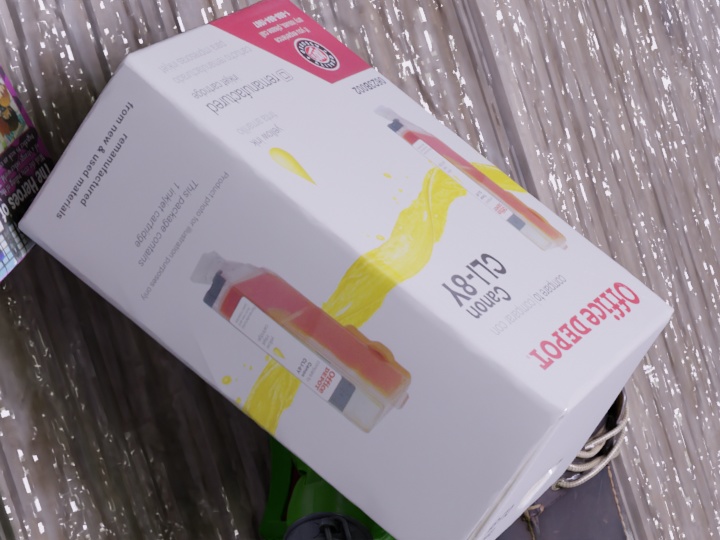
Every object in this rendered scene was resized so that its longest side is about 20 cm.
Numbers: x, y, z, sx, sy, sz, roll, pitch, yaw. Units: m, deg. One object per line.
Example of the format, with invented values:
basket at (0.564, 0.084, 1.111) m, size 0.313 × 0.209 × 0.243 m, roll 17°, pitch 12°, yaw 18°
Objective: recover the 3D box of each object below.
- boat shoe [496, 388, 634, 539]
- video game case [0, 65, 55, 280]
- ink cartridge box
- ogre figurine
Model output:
boat shoe at (0.070, 0.066, 1.203) m, size 0.075 × 0.073 × 0.200 m, roll -46°, pitch 112°, yaw -40°
video game case at (-0.190, -0.052, 0.968) m, size 0.182 × 0.036 × 0.200 m, roll 61°, pitch 30°, yaw -15°
ink cartridge box at (0.000, 0.000, 1.053) m, size 0.200 × 0.084 × 0.145 m, roll 39°, pitch 24°, yaw 9°
ogre figurine at (0.008, 0.110, 1.114) m, size 0.200 × 0.098 × 0.120 m, roll 21°, pitch 56°, yaw -48°
